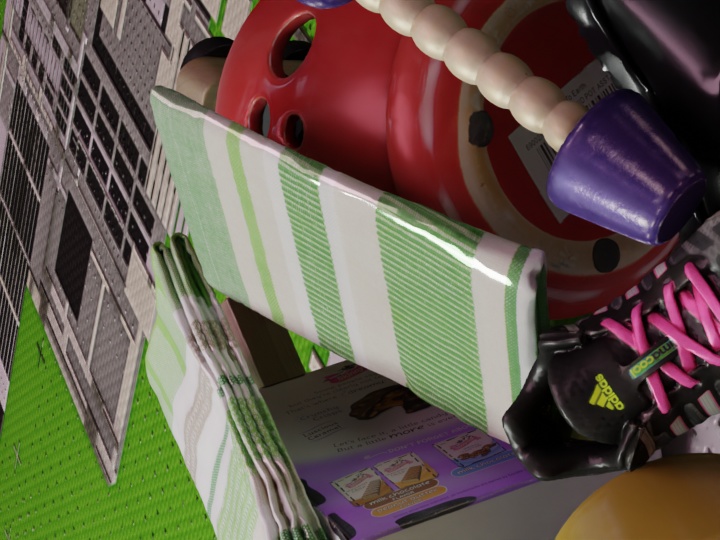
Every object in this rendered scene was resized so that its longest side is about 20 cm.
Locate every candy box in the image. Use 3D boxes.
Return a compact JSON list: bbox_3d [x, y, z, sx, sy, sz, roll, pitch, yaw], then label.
[{"bbox_3d":[0.036,0.105,1.016,0.200,0.167,0.072,-146,43,-62],"label":"candy box"}]

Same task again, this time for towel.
[{"bbox_3d":[-0.072,0.100,1.010,0.150,0.031,0.201,103,146,-53],"label":"towel"},{"bbox_3d":[0.000,0.000,0.897,0.199,0.023,0.153,26,152,24],"label":"towel"}]

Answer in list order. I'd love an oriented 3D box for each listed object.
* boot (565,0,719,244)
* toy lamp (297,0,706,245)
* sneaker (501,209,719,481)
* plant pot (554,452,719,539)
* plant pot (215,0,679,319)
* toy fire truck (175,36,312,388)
[{"bbox_3d":[0.170,-0.095,0.767,0.162,0.073,0.199,-15,100,55],"label":"boot"},{"bbox_3d":[0.055,-0.080,0.811,0.200,0.058,0.058,38,129,24],"label":"toy lamp"},{"bbox_3d":[0.122,0.035,0.789,0.074,0.087,0.200,57,144,9],"label":"sneaker"},{"bbox_3d":[0.150,0.168,0.768,0.189,0.200,0.202,-109,27,-67],"label":"plant pot"},{"bbox_3d":[0.053,-0.071,0.959,0.182,0.200,0.202,-2,88,60],"label":"plant pot"},{"bbox_3d":[-0.020,-0.022,1.141,0.129,0.175,0.201,-141,55,-59],"label":"toy fire truck"}]
